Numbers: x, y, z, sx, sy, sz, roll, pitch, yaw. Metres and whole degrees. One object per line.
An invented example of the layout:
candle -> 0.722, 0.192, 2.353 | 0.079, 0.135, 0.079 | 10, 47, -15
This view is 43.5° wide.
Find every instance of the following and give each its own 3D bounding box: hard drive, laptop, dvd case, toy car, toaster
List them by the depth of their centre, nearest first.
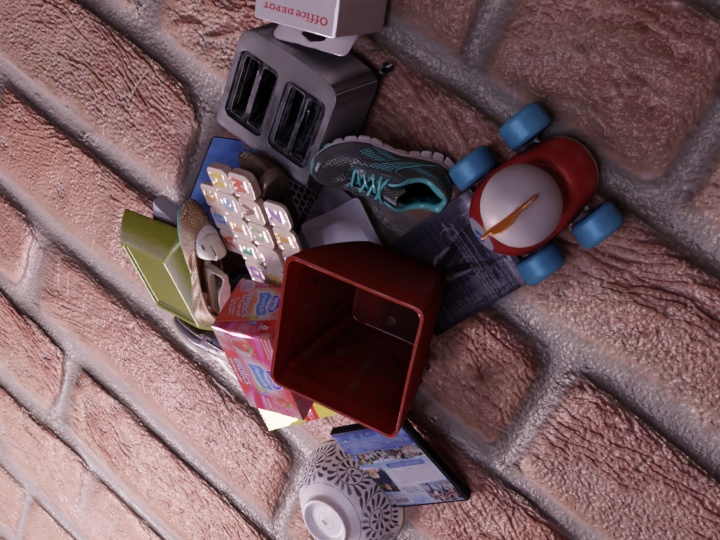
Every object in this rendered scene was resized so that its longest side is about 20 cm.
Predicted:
toy car -> 0.184, -0.072, 1.071 | 0.176, 0.200, 0.185 | -37, 87, 34
toaster -> -0.083, -0.236, 1.243 | 0.180, 0.118, 0.201 | 36, 126, 15
dvd case -> 0.123, -0.004, 1.257 | 0.199, 0.016, 0.149 | -34, 92, 35
laptop -> -0.144, -0.083, 1.356 | 0.200, 0.116, 0.188 | 40, 128, 14
dvd case -> 0.063, 0.298, 1.390 | 0.142, 0.018, 0.200 | -17, 125, 36
hard drive -> -0.296, -0.023, 1.500 | 0.132, 0.026, 0.201 | 43, 151, 12

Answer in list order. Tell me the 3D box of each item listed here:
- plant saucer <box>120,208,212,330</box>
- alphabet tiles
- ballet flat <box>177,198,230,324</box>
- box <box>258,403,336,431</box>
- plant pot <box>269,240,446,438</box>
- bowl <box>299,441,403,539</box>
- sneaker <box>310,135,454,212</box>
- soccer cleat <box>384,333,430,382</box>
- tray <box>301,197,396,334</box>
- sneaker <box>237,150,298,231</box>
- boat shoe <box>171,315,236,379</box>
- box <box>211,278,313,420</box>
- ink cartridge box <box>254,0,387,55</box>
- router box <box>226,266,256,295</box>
plant saucer -> -0.311, 0.010, 1.472 | 0.199, 0.048, 0.201 | 19, 141, 44
alphabet tiles -> -0.151, -0.057, 1.263 | 0.194, 0.015, 0.202 | 20, 139, 42
ballet flat -> -0.226, -0.010, 1.355 | 0.065, 0.070, 0.202 | 11, 122, 33
box -> -0.073, 0.208, 1.463 | 0.199, 0.075, 0.051 | -20, 99, 38
plant pot -> 0.013, 0.068, 1.232 | 0.198, 0.176, 0.202 | 22, 120, 19
bowl -> -0.035, 0.398, 1.509 | 0.199, 0.094, 0.203 | 15, 119, 29
sneaker -> 0.032, -0.120, 1.177 | 0.197, 0.092, 0.078 | 4, 126, -4
soccer cleat -> 0.039, 0.182, 1.383 | 0.085, 0.068, 0.201 | 45, 131, 28
tray -> 0.000, 0.000, 1.340 | 0.106, 0.022, 0.202 | -24, 97, 25
sneaker -> -0.137, -0.098, 1.295 | 0.076, 0.070, 0.201 | 45, 155, 21
boat shoe -> -0.234, 0.120, 1.543 | 0.199, 0.072, 0.065 | 36, 121, 13
box -> -0.128, 0.119, 1.330 | 0.101, 0.095, 0.201 | 11, 141, 23
ink cartridge box -> -0.042, -0.384, 1.134 | 0.127, 0.125, 0.202 | 22, 117, 25
router box -> -0.116, 0.082, 1.420 | 0.156, 0.052, 0.201 | -9, 120, 37
